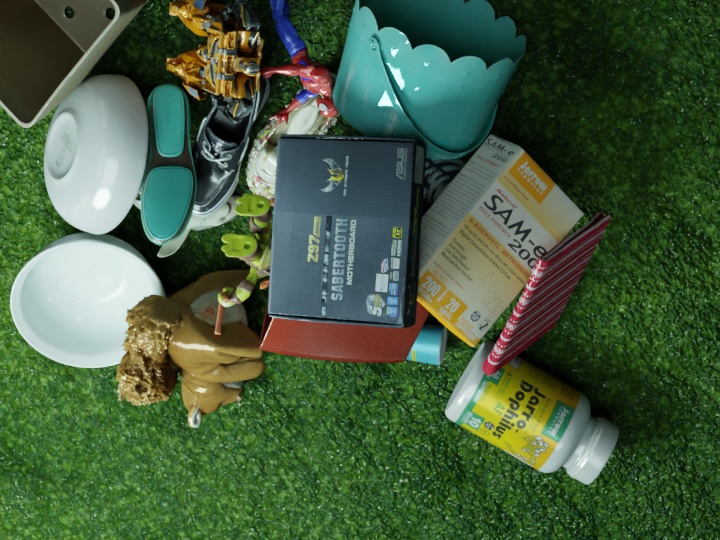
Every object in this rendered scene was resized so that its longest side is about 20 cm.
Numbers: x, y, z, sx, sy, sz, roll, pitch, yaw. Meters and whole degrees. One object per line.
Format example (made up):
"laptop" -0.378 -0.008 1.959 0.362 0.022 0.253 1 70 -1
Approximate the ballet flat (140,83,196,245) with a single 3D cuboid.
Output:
"ballet flat" -0.233 -0.126 1.580 0.067 0.070 0.201 1 81 -6

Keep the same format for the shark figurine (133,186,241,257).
"shark figurine" -0.267 -0.104 1.657 0.214 0.089 0.128 38 83 -11

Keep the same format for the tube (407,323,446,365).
"tube" 0.011 0.083 1.666 0.199 0.051 0.078 8 147 13

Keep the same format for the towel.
"towel" 0.215 0.028 1.514 0.022 0.144 0.201 39 136 20

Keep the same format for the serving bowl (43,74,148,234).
"serving bowl" -0.341 -0.148 1.596 0.200 0.066 0.201 -10 77 50

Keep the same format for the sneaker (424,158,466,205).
"sneaker" 0.084 -0.101 1.534 0.199 0.109 0.070 30 118 0

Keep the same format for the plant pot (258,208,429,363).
"plant pot" 0.000 0.000 1.565 0.175 0.200 0.201 21 117 -8

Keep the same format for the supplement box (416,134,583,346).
"supplement box" 0.138 -0.033 1.452 0.126 0.073 0.200 40 88 -31

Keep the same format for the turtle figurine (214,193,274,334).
"turtle figurine" -0.127 -0.017 1.568 0.064 0.161 0.201 28 77 14

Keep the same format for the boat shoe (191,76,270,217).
"boat shoe" -0.169 -0.156 1.582 0.071 0.068 0.201 28 102 -1

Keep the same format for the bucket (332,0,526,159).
"bucket" 0.072 -0.227 1.440 0.206 0.207 0.135 24 123 5

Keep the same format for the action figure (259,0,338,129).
"action figure" -0.099 -0.250 1.505 0.099 0.065 0.201 -33 78 3

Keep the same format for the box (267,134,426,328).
"box" -0.015 -0.043 1.387 0.157 0.051 0.201 5 91 20

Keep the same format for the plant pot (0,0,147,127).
"plant pot" -0.367 -0.323 1.528 0.200 0.177 0.200 46 116 -2

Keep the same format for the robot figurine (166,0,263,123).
"robot figurine" -0.169 -0.254 1.502 0.058 0.200 0.146 -3 110 -26

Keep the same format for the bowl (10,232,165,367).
"bowl" -0.357 0.024 1.709 0.200 0.091 0.202 -3 123 -4

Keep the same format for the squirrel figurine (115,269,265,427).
"squirrel figurine" -0.226 0.114 1.689 0.199 0.142 0.187 -3 138 -20

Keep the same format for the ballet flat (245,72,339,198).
"ballet flat" -0.089 -0.162 1.585 0.075 0.064 0.200 35 118 -1

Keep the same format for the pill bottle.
"pill bottle" 0.217 0.183 1.616 0.199 0.113 0.113 30 117 2
